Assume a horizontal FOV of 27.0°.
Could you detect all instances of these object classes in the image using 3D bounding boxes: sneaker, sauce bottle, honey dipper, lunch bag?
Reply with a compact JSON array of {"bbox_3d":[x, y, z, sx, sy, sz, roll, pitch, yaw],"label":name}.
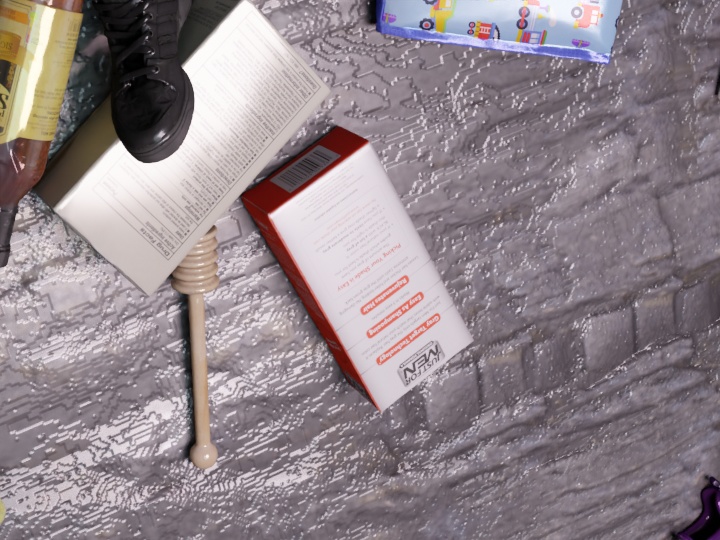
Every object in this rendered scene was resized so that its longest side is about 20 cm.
[{"bbox_3d":[0.322,0.301,1.454,0.087,0.074,0.202,30,82,-18],"label":"sneaker"},{"bbox_3d":[-0.236,-0.102,1.014,0.065,0.066,0.202,9,100,-30],"label":"sauce bottle"},{"bbox_3d":[-0.126,0.062,1.149,0.038,0.038,0.202,-10,115,-24],"label":"honey dipper"},{"bbox_3d":[0.100,-0.248,1.137,0.198,0.094,0.152,3,108,-19],"label":"lunch bag"},{"bbox_3d":[-0.155,-0.179,0.991,0.059,0.202,0.104,-11,150,19],"label":"sneaker"}]

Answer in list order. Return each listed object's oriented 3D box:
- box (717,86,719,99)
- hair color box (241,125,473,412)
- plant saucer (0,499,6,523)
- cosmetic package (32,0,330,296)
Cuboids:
[{"bbox_3d":[0.452,-0.196,1.267,0.197,0.200,0.173,5,103,-29],"label":"box"},{"bbox_3d":[0.000,0.000,1.176,0.101,0.061,0.201,-35,119,-13],"label":"hair color box"},{"bbox_3d":[-0.381,0.154,1.036,0.199,0.048,0.201,-37,120,-12],"label":"plant saucer"},{"bbox_3d":[-0.128,-0.095,1.070,0.200,0.071,0.105,-47,122,-6],"label":"cosmetic package"}]
